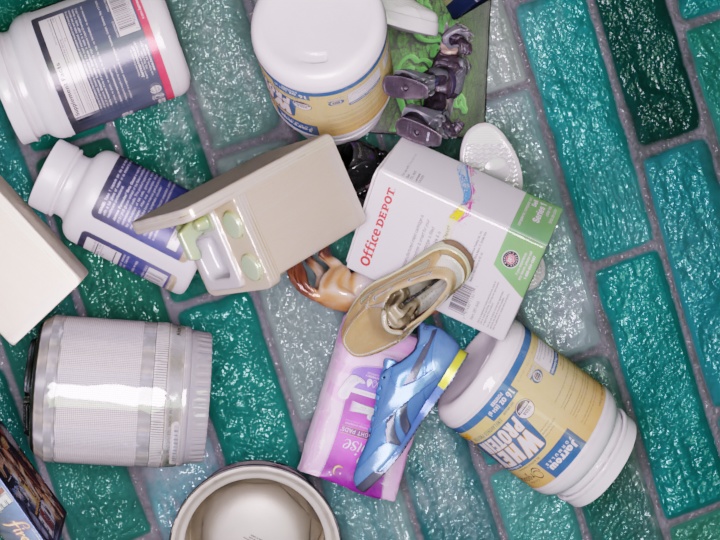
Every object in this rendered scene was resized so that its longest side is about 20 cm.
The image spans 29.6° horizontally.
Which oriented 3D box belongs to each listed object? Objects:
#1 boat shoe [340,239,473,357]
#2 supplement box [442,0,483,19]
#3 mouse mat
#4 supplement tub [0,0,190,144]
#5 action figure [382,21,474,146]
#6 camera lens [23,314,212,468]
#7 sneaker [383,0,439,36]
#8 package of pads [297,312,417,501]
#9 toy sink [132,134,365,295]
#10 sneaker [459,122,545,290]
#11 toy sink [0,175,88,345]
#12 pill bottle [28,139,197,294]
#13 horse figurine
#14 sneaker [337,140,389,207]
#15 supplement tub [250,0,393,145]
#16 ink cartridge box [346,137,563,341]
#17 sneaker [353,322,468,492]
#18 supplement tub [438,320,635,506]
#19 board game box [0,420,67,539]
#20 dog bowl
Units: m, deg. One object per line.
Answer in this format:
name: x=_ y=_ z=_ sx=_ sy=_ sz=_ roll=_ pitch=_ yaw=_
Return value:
boat shoe: x=0.037 y=0.042 z=1.473 sx=0.072 sy=0.076 sz=0.200 roll=40 pitch=129 yaw=-6
supplement box: x=0.151 y=-0.431 z=1.554 sx=0.199 sy=0.134 sz=0.201 roll=-31 pitch=95 yaw=-6
mouse mat: x=0.075 y=-0.261 z=1.619 sx=0.159 sy=0.008 sz=0.203 roll=2 pitch=94 yaw=-8
supplement tub: x=-0.299 y=-0.231 z=1.499 sx=0.198 sy=0.140 sz=0.142 roll=-21 pitch=96 yaw=-6
action figure: x=0.090 y=-0.205 z=1.538 sx=0.069 sy=0.200 sz=0.132 roll=7 pitch=115 yaw=21
camera lens: x=-0.268 y=0.135 z=1.513 sx=0.197 sy=0.160 sz=0.162 roll=5 pitch=93 yaw=-8
sneaker: x=0.009 y=-0.346 z=1.566 sx=0.198 sy=0.074 sz=0.117 roll=18 pitch=94 yaw=-4
package of pads: x=0.010 y=0.158 z=1.599 sx=0.119 sy=0.076 sz=0.202 roll=17 pitch=90 yaw=-5
toy sink: x=-0.116 y=-0.047 z=1.441 sx=0.199 sy=0.130 sz=0.113 roll=-31 pitch=103 yaw=-35
sneaker: x=0.154 y=-0.085 z=1.580 sx=0.073 sy=0.118 sz=0.202 roll=-19 pitch=111 yaw=2
toy sink: x=-0.409 y=-0.029 z=1.500 sx=0.112 sy=0.130 sz=0.200 roll=-42 pitch=99 yaw=-3
pill bottle: x=-0.264 y=-0.065 z=1.528 sx=0.198 sy=0.111 sz=0.112 roll=27 pitch=89 yaw=-9
horse figurine: x=0.000 y=0.000 z=1.579 sx=0.197 sy=0.050 sz=0.134 roll=-4 pitch=65 yaw=-10
sneaker: x=0.015 y=-0.108 z=1.565 sx=0.197 sy=0.088 sz=0.076 roll=-8 pitch=54 yaw=-8
supplement tub: x=-0.037 y=-0.230 z=1.491 sx=0.143 sy=0.200 sz=0.147 roll=-1 pitch=74 yaw=4
ink cartridge box: x=0.101 y=-0.036 z=1.497 sx=0.198 sy=0.084 sz=0.146 roll=25 pitch=130 yaw=7
sneaker: x=0.038 y=0.151 z=1.536 sx=0.078 sy=0.066 sz=0.201 roll=34 pitch=86 yaw=0
supplement tub: x=0.205 y=0.166 z=1.584 sx=0.199 sy=0.145 sz=0.145 roll=36 pitch=88 yaw=-8
board game box: x=-0.376 y=0.242 z=1.483 sx=0.034 sy=0.200 sz=0.136 roll=-34 pitch=98 yaw=-6
dog bowl: x=-0.120 y=0.310 z=1.577 sx=0.197 sy=0.074 sz=0.203 roll=0 pitch=101 yaw=-2
